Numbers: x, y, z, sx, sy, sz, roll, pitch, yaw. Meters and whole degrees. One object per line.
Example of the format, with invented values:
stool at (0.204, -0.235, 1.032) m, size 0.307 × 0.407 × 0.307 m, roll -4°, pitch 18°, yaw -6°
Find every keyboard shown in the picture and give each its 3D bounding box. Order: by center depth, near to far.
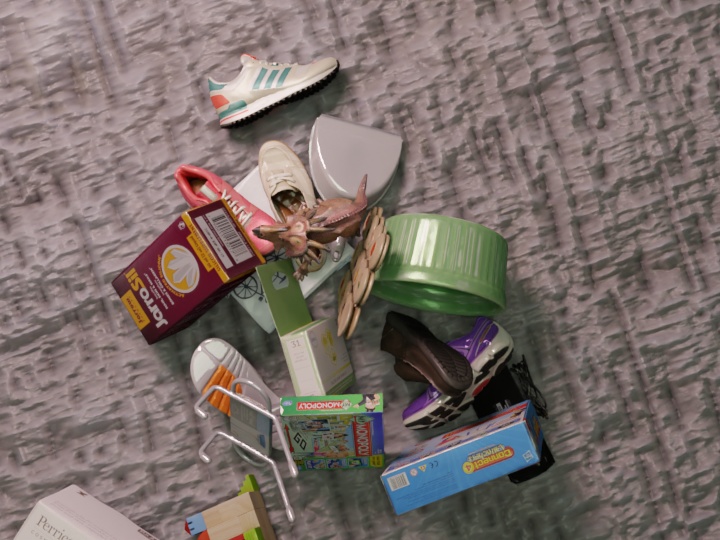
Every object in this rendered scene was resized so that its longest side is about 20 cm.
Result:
keyboard at (0.222, 0.199, 1.423) m, size 0.104 × 0.040 × 0.201 m, roll -28°, pitch 86°, yaw 22°

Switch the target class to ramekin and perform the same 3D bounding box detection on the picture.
ramekin at (0.110, -0.007, 1.356) m, size 0.198 × 0.200 × 0.098 m, roll 10°, pitch 78°, yaw 2°

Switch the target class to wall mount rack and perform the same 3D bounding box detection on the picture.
wall mount rack at (-0.142, 0.243, 1.330) m, size 0.173 × 0.201 × 0.075 m, roll 26°, pitch 51°, yaw 17°

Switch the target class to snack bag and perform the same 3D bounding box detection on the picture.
snack bag at (-0.137, -0.033, 1.446) m, size 0.188 × 0.021 × 0.200 m, roll -42°, pitch 86°, yaw -3°

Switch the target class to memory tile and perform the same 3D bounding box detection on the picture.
memory tile at (0.000, 0.000, 1.343) m, size 0.017 × 0.200 × 0.154 m, roll 20°, pitch 105°, yaw -9°

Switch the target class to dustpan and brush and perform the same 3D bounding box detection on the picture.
dustpan and brush at (-0.018, -0.113, 1.430) m, size 0.139 × 0.057 × 0.201 m, roll 13°, pitch 69°, yaw -14°

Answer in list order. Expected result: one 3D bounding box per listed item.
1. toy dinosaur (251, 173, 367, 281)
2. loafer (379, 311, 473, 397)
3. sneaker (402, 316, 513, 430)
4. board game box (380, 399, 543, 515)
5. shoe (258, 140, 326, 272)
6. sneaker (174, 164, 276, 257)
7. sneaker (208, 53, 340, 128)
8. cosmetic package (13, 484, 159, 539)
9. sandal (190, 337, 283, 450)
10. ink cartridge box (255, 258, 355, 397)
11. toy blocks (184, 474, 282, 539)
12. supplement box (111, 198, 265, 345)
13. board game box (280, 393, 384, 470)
toy dinosaur at (-0.046, -0.063, 1.325) m, size 0.199 × 0.136 × 0.086 m, roll -34°, pitch 88°, yaw -16°
loafer at (0.088, 0.128, 1.365) m, size 0.073 × 0.200 × 0.072 m, roll 17°, pitch 104°, yaw -29°
sneaker at (0.132, 0.149, 1.405) m, size 0.200 × 0.081 × 0.084 m, roll -46°, pitch 57°, yaw 9°
board game box at (0.142, 0.246, 1.315) m, size 0.199 × 0.196 × 0.056 m, roll -23°, pitch 85°, yaw 12°
shoe at (-0.094, -0.096, 1.414) m, size 0.069 × 0.053 × 0.201 m, roll -22°, pitch 88°, yaw -3°
sneaker at (-0.195, -0.084, 1.387) m, size 0.200 × 0.087 × 0.074 m, roll 35°, pitch 84°, yaw 27°
sneaker at (-0.131, -0.286, 1.441) m, size 0.199 × 0.070 × 0.094 m, roll -25°, pitch 91°, yaw 2°
cosmetic package at (-0.401, 0.428, 1.341) m, size 0.164 × 0.165 × 0.201 m, roll 31°, pitch 86°, yaw 2°
sandal at (-0.168, 0.181, 1.415) m, size 0.079 × 0.059 × 0.207 m, roll -44°, pitch 107°, yaw -7°
ink cartridge box at (-0.072, 0.079, 1.364) m, size 0.048 × 0.145 × 0.201 m, roll -15°, pitch 91°, yaw 16°
toy blocks at (-0.185, 0.408, 1.383) m, size 0.136 × 0.100 × 0.201 m, roll -24°, pitch 76°, yaw 8°
supplement box at (-0.242, 0.003, 1.363) m, size 0.200 × 0.086 × 0.111 m, roll -37°, pitch 85°, yaw 36°
board game box at (-0.034, 0.223, 1.339) m, size 0.133 × 0.200 × 0.029 m, roll -2°, pitch 58°, yaw 1°
